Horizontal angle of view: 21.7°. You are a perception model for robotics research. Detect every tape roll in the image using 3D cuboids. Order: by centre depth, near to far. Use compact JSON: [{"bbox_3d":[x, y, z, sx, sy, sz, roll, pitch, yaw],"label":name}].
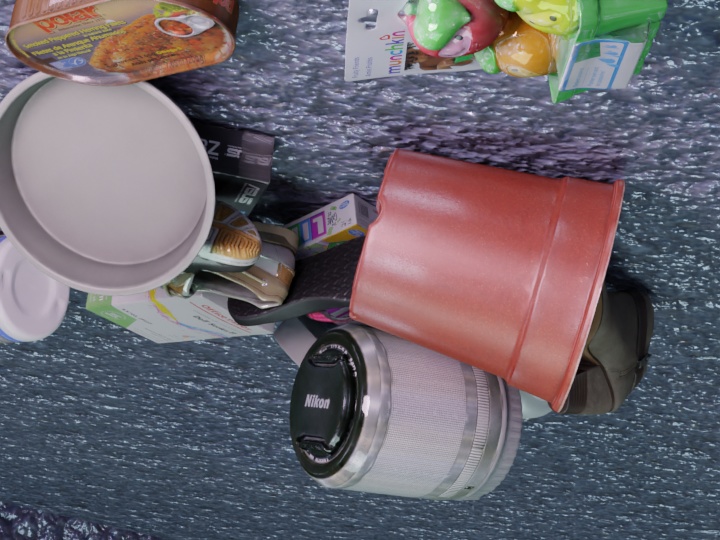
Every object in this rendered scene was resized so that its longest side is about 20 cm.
[{"bbox_3d":[-0.009,0.120,2.043,0.203,0.037,0.203,41,-177,-3],"label":"tape roll"}]

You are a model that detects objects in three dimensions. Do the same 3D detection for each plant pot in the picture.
[{"bbox_3d":[0.101,-0.006,1.569,0.194,0.202,0.201,16,163,3],"label":"plant pot"}]

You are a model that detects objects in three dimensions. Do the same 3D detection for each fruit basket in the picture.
[{"bbox_3d":[0.091,-0.159,1.190,0.198,0.095,0.185,-10,163,-6],"label":"fruit basket"}]

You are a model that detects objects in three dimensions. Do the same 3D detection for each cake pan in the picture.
[{"bbox_3d":[-0.209,-0.077,1.527,0.198,0.202,0.037,5,-155,12],"label":"cake pan"}]

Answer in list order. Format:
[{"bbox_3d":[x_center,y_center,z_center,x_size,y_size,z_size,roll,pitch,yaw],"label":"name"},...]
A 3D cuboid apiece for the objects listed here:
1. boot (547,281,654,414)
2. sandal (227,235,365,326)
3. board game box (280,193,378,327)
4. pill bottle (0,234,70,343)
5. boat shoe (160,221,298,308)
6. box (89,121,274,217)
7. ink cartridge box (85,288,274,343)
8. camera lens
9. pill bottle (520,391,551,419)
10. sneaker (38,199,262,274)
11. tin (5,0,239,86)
[{"bbox_3d":[0.232,0.045,1.794,0.070,0.202,0.146,22,-152,33],"label":"boot"},{"bbox_3d":[-0.027,0.017,1.708,0.198,0.076,0.045,-12,137,26],"label":"sandal"},{"bbox_3d":[0.000,0.000,1.798,0.134,0.034,0.200,-24,147,29],"label":"board game box"},{"bbox_3d":[-0.416,0.024,1.998,0.199,0.115,0.114,-5,158,37],"label":"pill bottle"},{"bbox_3d":[-0.157,-0.012,1.685,0.198,0.069,0.075,6,163,2],"label":"boat shoe"},{"bbox_3d":[-0.174,-0.082,1.666,0.160,0.050,0.200,9,162,-13],"label":"box"},{"bbox_3d":[-0.159,0.019,1.851,0.199,0.068,0.117,-7,156,37],"label":"ink cartridge box"},{"bbox_3d":[0.041,0.143,1.866,0.199,0.162,0.160,10,164,-31],"label":"camera lens"},{"bbox_3d":[0.151,0.110,2.012,0.104,0.105,0.199,23,158,-37],"label":"pill bottle"},{"bbox_3d":[-0.181,-0.019,1.614,0.198,0.076,0.088,11,120,9],"label":"sneaker"},{"bbox_3d":[-0.176,-0.182,1.380,0.199,0.042,0.112,-7,161,39],"label":"tin"}]
